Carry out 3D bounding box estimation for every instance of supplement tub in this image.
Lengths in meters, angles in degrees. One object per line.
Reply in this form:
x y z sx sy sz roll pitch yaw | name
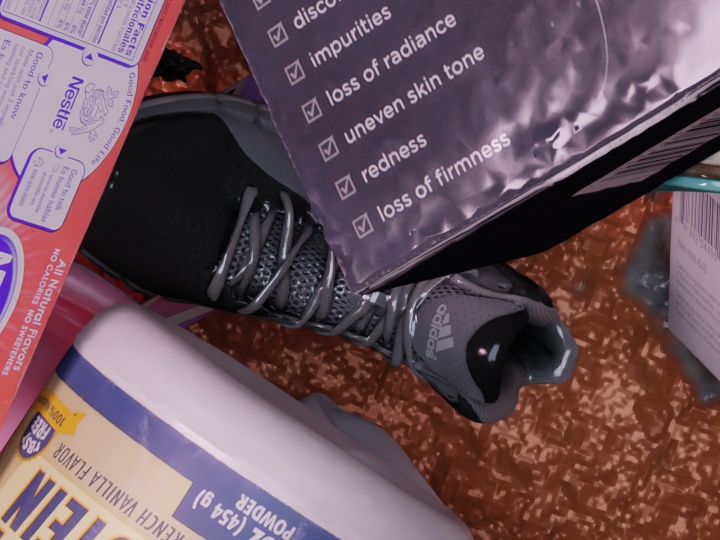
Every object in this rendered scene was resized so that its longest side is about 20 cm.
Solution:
-0.072 0.128 0.765 0.144 0.144 0.201 33 89 -3 | supplement tub

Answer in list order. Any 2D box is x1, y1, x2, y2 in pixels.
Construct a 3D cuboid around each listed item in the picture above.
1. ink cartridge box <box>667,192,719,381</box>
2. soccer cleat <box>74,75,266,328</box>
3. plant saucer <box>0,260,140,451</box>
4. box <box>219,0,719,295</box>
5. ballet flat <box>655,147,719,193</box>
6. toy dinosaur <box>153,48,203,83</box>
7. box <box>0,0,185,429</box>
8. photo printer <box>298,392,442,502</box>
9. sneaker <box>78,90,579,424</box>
0.168 -0.052 0.841 0.084 0.146 0.202 -8 113 -14 | ink cartridge box
-0.081 -0.001 0.909 0.199 0.076 0.067 -37 95 4 | soccer cleat
-0.142 0.086 0.850 0.199 0.051 0.202 -1 95 -7 | plant saucer
0.057 -0.128 0.714 0.199 0.124 0.198 -30 81 32 | box
0.090 -0.055 0.857 0.067 0.200 0.063 4 89 -27 | ballet flat
-0.100 -0.116 0.913 0.198 0.047 0.089 -2 78 3 | toy dinosaur
-0.143 -0.027 0.725 0.102 0.095 0.201 18 99 -39 | box
-0.023 0.147 0.873 0.167 0.200 0.069 -47 129 7 | photo printer
0.000 0.000 0.846 0.199 0.115 0.076 15 102 -39 | sneaker
